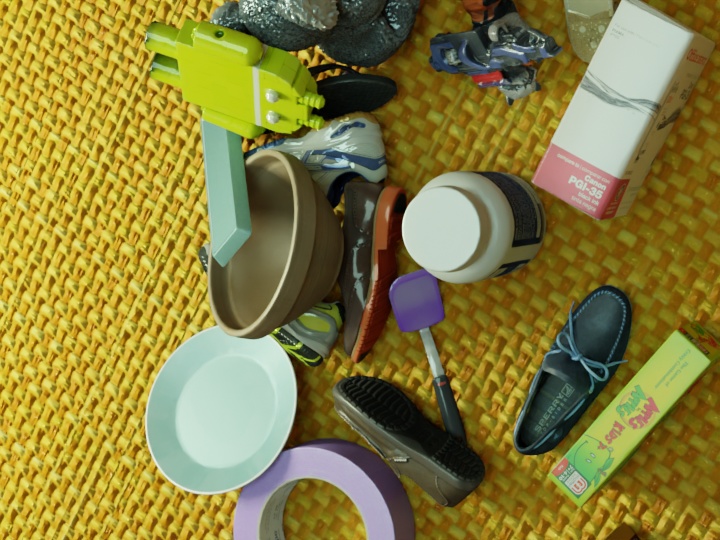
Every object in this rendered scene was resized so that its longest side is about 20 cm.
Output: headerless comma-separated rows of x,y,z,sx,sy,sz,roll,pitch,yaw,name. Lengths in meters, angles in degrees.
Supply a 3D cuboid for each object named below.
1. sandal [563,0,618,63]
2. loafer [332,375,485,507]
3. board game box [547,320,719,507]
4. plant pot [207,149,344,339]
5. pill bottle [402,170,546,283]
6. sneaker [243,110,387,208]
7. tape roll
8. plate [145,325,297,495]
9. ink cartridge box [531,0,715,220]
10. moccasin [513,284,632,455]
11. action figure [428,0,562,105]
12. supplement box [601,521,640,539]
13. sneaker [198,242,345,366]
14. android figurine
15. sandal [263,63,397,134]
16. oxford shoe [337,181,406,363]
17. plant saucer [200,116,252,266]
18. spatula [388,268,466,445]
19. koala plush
0.211,-0.298,1.523,0.077,0.070,0.214,-5,118,29,sandal
0.042,0.192,1.669,0.199,0.073,0.072,38,127,24,loafer
0.281,0.144,1.551,0.048,0.101,0.201,43,108,15,board game box
-0.080,-0.021,1.635,0.200,0.092,0.204,-31,53,52,plant pot
0.113,-0.045,1.556,0.109,0.200,0.113,1,94,22,pill bottle
-0.063,-0.105,1.694,0.198,0.075,0.089,-19,87,23,sneaker
-0.041,0.294,1.716,0.197,0.065,0.203,1,93,23,tape roll
-0.156,0.159,1.748,0.198,0.026,0.203,-10,66,22,plate
0.262,-0.159,1.515,0.082,0.146,0.202,30,104,17,ink cartridge box
0.224,0.112,1.591,0.080,0.068,0.202,27,103,19,moccasin
0.152,-0.265,1.564,0.199,0.104,0.196,15,127,51,action figure
0.251,0.407,1.563,0.200,0.132,0.198,-46,76,18,supplement box
-0.100,0.027,1.731,0.199,0.076,0.077,37,75,19,sneaker
-0.128,-0.198,1.596,0.198,0.182,0.041,21,68,4,android figurine
-0.055,-0.198,1.690,0.198,0.075,0.049,-9,68,23,sandal
0.000,0.000,1.672,0.072,0.071,0.203,15,104,19,oxford shoe
-0.150,-0.107,1.678,0.070,0.019,0.202,-45,42,44,plant saucer
0.081,0.100,1.670,0.056,0.021,0.203,-16,90,-2,spatula
-0.049,-0.284,1.593,0.176,0.199,0.186,-1,109,39,koala plush
